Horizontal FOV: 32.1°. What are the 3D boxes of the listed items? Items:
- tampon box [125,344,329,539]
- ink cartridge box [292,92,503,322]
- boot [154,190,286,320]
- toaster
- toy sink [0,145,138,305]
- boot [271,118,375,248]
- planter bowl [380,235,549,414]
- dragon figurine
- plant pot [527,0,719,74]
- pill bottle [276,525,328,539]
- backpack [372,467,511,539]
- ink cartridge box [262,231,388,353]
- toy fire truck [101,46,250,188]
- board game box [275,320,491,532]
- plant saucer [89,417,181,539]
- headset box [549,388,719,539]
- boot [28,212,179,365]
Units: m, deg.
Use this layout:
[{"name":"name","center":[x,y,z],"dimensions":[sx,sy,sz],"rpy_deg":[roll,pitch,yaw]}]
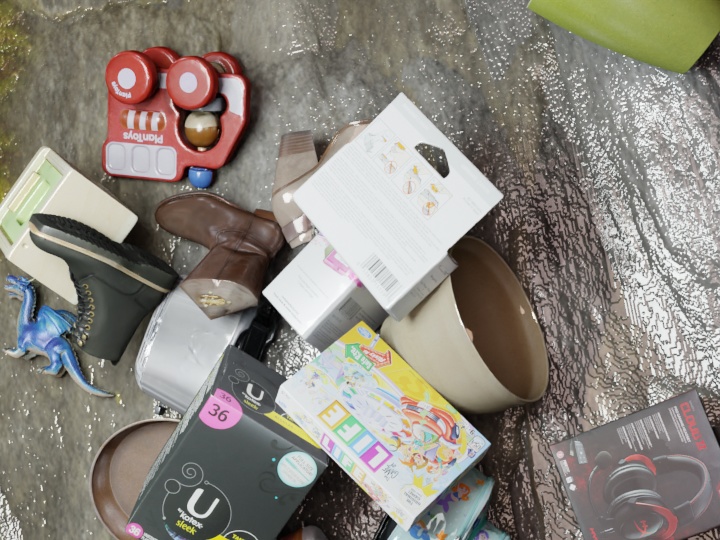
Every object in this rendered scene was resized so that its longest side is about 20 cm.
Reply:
[{"name":"tampon box","center":[-0.141,0.219,1.388],"dimensions":[0.149,0.127,0.201],"rpy_deg":[30,111,-9]},{"name":"ink cartridge box","center":[0.043,-0.073,1.379],"dimensions":[0.173,0.044,0.200],"rpy_deg":[-42,57,2]},{"name":"boot","center":[-0.190,-0.017,1.504],"dimensions":[0.183,0.201,0.065],"rpy_deg":[5,123,11]},{"name":"toaster","center":[-0.186,0.090,1.524],"dimensions":[0.128,0.114,0.203],"rpy_deg":[18,85,17]},{"name":"toy sink","center":[-0.374,-0.065,1.535],"dimensions":[0.112,0.200,0.131],"rpy_deg":[38,88,-28]},{"name":"boot","center":[-0.014,-0.106,1.550],"dimensions":[0.197,0.070,0.149],"rpy_deg":[-10,84,1]},{"name":"planter bowl","center":[0.107,0.080,1.435],"dimensions":[0.134,0.199,0.203],"rpy_deg":[-27,74,28]},{"name":"dragon figurine","center":[-0.388,0.080,1.594],"dimensions":[0.198,0.059,0.100],"rpy_deg":[27,86,17]},{"name":"plant pot","center":[0.330,-0.329,1.476],"dimensions":[0.199,0.187,0.188],"rpy_deg":[37,88,1]},{"name":"pill bottle","center":[-0.120,0.385,1.454],"dimensions":[0.198,0.112,0.114],"rpy_deg":[-25,75,7]},{"name":"backpack","center":[0.085,0.308,1.394],"dimensions":[0.149,0.178,0.202],"rpy_deg":[23,75,11]},{"name":"ink cartridge box","center":[0.000,0.000,1.482],"dimensions":[0.200,0.145,0.085],"rpy_deg":[-45,66,1]},{"name":"toy fire truck","center":[-0.236,-0.194,1.602],"dimensions":[0.197,0.112,0.171],"rpy_deg":[7,105,14]},{"name":"board game box","center":[0.024,0.163,1.343],"dimensions":[0.200,0.034,0.134],"rpy_deg":[42,54,16]},{"name":"plant saucer","center":[-0.224,0.258,1.498],"dimensions":[0.197,0.035,0.203],"rpy_deg":[2,114,4]},{"name":"headset box","center":[0.331,0.233,1.407],"dimensions":[0.197,0.075,0.151],"rpy_deg":[-21,75,7]},{"name":"boot","center":[-0.317,0.028,1.435],"dimensions":[0.139,0.199,0.077],"rpy_deg":[-57,40,7]}]
